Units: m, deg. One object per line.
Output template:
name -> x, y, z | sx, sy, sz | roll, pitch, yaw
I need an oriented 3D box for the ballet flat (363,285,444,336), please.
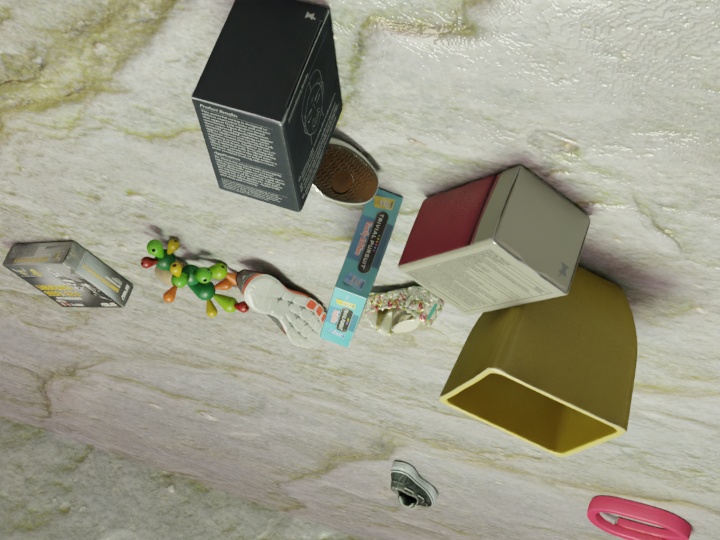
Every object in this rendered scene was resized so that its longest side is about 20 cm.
ballet flat -> 0.052, 0.065, 1.966 | 0.075, 0.064, 0.200 | 30, 156, -22

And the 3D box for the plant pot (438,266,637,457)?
plant pot -> 0.246, 0.100, 1.693 | 0.193, 0.201, 0.196 | 25, 156, -9

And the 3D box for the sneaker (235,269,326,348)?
sneaker -> -0.128, 0.052, 2.119 | 0.200, 0.077, 0.082 | 44, 175, -41

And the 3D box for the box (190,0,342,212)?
box -> -0.098, -0.184, 1.436 | 0.106, 0.149, 0.200 | 17, 157, 10

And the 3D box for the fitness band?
fitness band -> 0.536, 0.484, 2.506 | 0.198, 0.038, 0.144 | 11, 152, 22

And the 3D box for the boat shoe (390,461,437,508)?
boat shoe -> 0.106, 0.483, 2.834 | 0.072, 0.071, 0.200 | 6, 153, 32

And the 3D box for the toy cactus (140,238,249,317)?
toy cactus -> -0.290, 0.016, 2.147 | 0.199, 0.103, 0.164 | 27, 168, -34

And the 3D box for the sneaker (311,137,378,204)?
sneaker -> -0.067, -0.148, 1.625 | 0.199, 0.073, 0.085 | 25, -168, -26

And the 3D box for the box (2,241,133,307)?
box -> -0.536, 0.010, 2.386 | 0.199, 0.049, 0.158 | -1, 149, 42

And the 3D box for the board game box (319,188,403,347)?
board game box -> 0.000, 0.000, 1.753 | 0.047, 0.152, 0.200 | 20, 158, 0

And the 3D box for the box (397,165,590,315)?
box -> 0.161, -0.032, 1.593 | 0.127, 0.110, 0.199 | 33, 154, -24
